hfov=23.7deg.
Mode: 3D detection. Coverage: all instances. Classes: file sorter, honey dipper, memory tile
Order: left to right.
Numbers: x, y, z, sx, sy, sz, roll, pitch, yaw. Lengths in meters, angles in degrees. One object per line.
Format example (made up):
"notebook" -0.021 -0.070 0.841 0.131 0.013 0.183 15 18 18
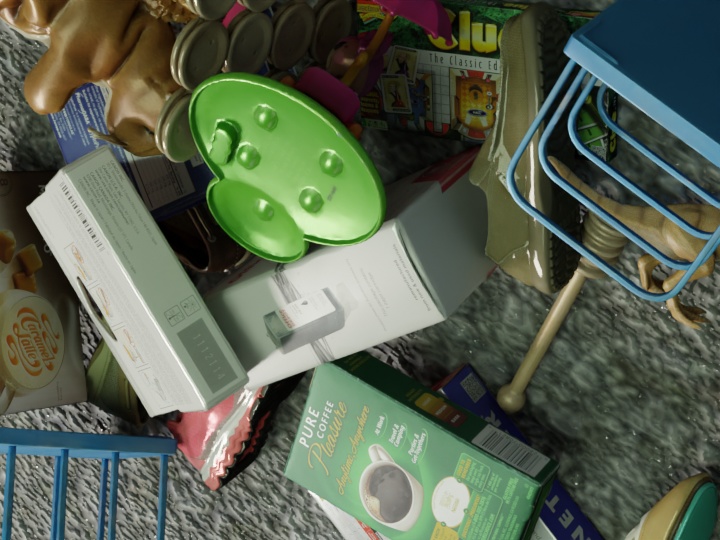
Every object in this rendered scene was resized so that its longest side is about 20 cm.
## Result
"file sorter" -0.277 0.199 1.454 0.138 0.199 0.124 -12 74 57
"memory tile" -0.066 -0.161 1.189 0.017 0.200 0.154 27 117 27
"honey dipper" 0.144 0.034 1.262 0.038 0.038 0.201 35 127 13
"file sorter" 0.200 -0.091 1.065 0.138 0.200 0.123 37 129 11

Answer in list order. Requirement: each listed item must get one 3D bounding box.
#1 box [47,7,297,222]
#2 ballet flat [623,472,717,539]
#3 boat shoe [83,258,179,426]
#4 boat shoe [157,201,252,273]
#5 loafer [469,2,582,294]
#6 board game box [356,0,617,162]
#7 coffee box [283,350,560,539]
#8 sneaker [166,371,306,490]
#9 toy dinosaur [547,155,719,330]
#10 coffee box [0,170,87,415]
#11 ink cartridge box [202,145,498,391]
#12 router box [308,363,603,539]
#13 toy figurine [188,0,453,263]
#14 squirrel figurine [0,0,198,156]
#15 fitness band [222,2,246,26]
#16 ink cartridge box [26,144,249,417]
"box" -0.134 -0.113 1.325 0.199 0.032 0.122 -22 88 14
"ballet flat" 0.219 0.231 1.292 0.063 0.068 0.201 26 123 36
"boat shoe" -0.183 0.054 1.457 0.063 0.073 0.201 33 129 7
"boat shoe" -0.175 -0.072 1.386 0.202 0.075 0.075 36 126 13
"loafer" 0.109 -0.082 1.172 0.067 0.076 0.202 6 108 29
"board game box" 0.088 -0.141 1.223 0.199 0.023 0.106 10 115 28
"coffee box" 0.044 0.151 1.312 0.199 0.044 0.124 27 123 18
"sneaker" -0.109 0.097 1.428 0.087 0.074 0.201 39 127 12
"toy dinosaur" 0.215 -0.024 1.173 0.198 0.061 0.107 10 118 1
"coffee box" -0.306 0.019 1.452 0.079 0.114 0.202 -5 90 38
"ink cartridge box" 0.000 0.000 1.266 0.199 0.146 0.085 -20 103 37
"router box" 0.078 0.202 1.375 0.179 0.049 0.200 -37 90 38
"toy figurine" -0.012 -0.122 1.179 0.150 0.184 0.200 34 150 2
"squirrel figurine" -0.159 -0.184 1.209 0.187 0.142 0.200 44 103 -1
"fitness band" -0.160 -0.241 1.287 0.143 0.037 0.200 -38 87 14
"ink cartridge box" -0.172 0.014 1.296 0.201 0.045 0.176 60 161 -5
